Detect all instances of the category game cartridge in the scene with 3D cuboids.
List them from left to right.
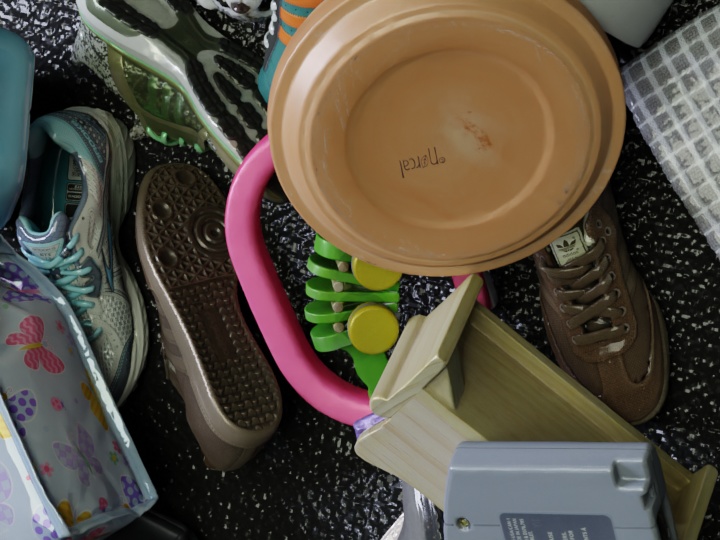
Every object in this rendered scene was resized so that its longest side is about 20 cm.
[{"bbox_3d":[0.119,0.179,1.496,0.132,0.042,0.201,2,126,26],"label":"game cartridge"}]

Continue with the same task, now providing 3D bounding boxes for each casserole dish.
[{"bbox_3d":[-0.232,-0.085,1.666,0.039,0.200,0.122,6,79,-12],"label":"casserole dish"}]

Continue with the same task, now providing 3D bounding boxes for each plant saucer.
[{"bbox_3d":[0.048,-0.079,1.457,0.199,0.032,0.201,-1,125,-2],"label":"plant saucer"}]

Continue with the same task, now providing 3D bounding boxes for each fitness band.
[{"bbox_3d":[0.000,0.000,1.608,0.143,0.037,0.201,-21,101,11],"label":"fitness band"}]

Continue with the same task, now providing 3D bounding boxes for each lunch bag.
[{"bbox_3d":[-0.250,0.098,1.642,0.169,0.127,0.201,-29,80,31],"label":"lunch bag"}]

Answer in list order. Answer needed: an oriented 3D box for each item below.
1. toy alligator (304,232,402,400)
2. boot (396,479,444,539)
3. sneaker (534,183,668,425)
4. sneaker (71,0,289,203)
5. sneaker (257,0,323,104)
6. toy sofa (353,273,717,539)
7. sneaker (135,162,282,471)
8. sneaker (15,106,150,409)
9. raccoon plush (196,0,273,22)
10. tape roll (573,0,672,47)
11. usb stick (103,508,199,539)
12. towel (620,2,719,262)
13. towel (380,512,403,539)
[{"bbox_3d":[-0.004,-0.019,1.549,0.054,0.059,0.201,1,108,-7],"label":"toy alligator"},{"bbox_3d":[0.009,0.193,1.581,0.131,0.070,0.202,-11,80,27],"label":"boot"},{"bbox_3d":[0.125,-0.005,1.557,0.070,0.075,0.201,-19,81,20],"label":"sneaker"},{"bbox_3d":[-0.111,-0.107,1.679,0.200,0.077,0.089,46,135,15],"label":"sneaker"},{"bbox_3d":[-0.022,-0.171,1.577,0.080,0.071,0.200,39,139,-3],"label":"sneaker"},{"bbox_3d":[0.099,0.106,1.525,0.200,0.083,0.098,38,131,-9],"label":"toy sofa"},{"bbox_3d":[-0.107,0.031,1.659,0.076,0.070,0.201,-52,47,51],"label":"sneaker"},{"bbox_3d":[-0.189,-0.005,1.683,0.077,0.086,0.202,-7,86,21],"label":"sneaker"},{"bbox_3d":[-0.043,-0.245,1.652,0.096,0.134,0.200,25,58,14],"label":"raccoon plush"},{"bbox_3d":[0.100,-0.212,1.515,0.202,0.202,0.071,38,101,18],"label":"tape roll"},{"bbox_3d":[-0.193,0.152,1.710,0.199,0.033,0.056,25,104,20],"label":"usb stick"},{"bbox_3d":[0.260,-0.072,1.509,0.165,0.085,0.201,-34,77,18],"label":"towel"},{"bbox_3d":[0.081,0.235,1.600,0.200,0.032,0.191,44,104,17],"label":"towel"}]
